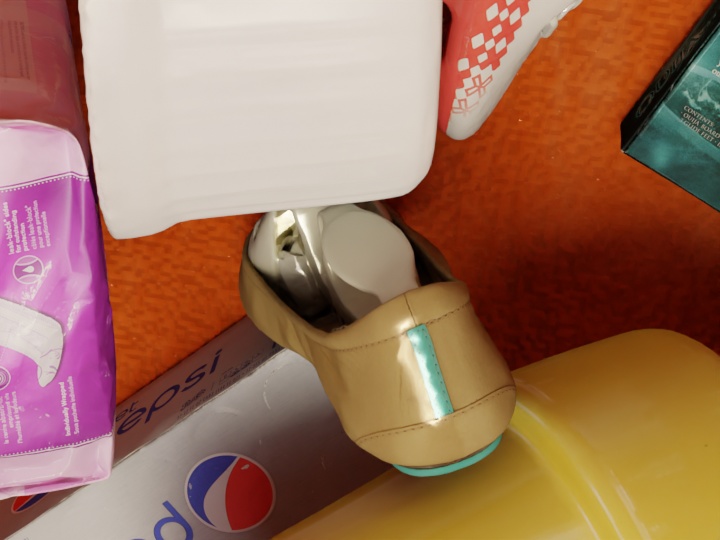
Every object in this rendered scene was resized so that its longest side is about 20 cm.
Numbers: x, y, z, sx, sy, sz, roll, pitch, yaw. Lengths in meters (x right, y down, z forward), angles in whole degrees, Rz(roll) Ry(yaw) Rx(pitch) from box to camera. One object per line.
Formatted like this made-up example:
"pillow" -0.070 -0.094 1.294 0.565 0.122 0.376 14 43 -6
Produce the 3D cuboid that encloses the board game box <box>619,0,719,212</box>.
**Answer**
"board game box" 0.209 -0.045 0.734 0.200 0.028 0.135 31 116 -10

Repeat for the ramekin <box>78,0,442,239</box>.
"ramekin" -0.030 -0.111 0.636 0.097 0.201 0.201 -2 116 -3

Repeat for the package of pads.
"package of pads" -0.123 -0.027 0.679 0.075 0.200 0.121 -7 116 -8

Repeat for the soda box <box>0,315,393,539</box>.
"soda box" -0.072 0.086 0.805 0.200 0.063 0.068 -35 107 19

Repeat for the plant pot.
"plant pot" 0.038 0.138 0.662 0.188 0.201 0.201 -16 117 -17

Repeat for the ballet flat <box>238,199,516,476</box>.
"ballet flat" 0.000 0.000 0.690 0.068 0.200 0.063 -24 113 -11

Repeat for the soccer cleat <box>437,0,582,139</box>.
"soccer cleat" 0.079 -0.126 0.688 0.085 0.069 0.201 21 112 -1
